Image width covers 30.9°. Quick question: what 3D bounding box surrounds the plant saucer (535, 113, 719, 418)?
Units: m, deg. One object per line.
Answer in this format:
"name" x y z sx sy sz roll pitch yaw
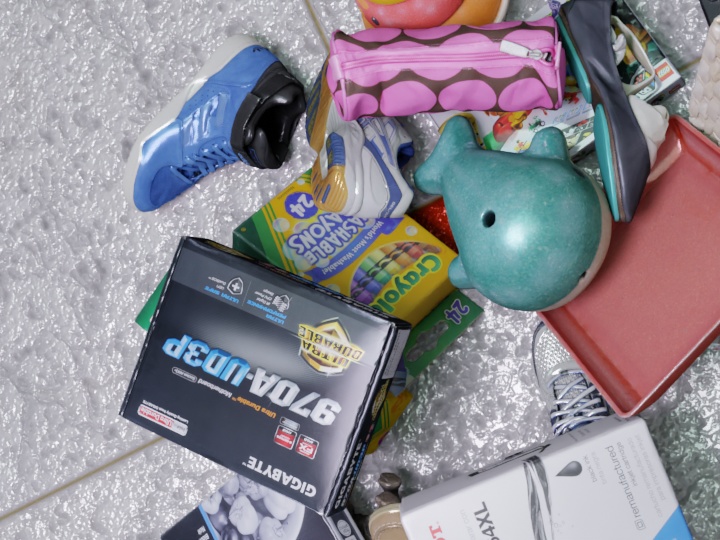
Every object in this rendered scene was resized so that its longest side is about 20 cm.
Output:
"plant saucer" 0.240 -0.003 1.038 0.200 0.037 0.200 -48 35 11

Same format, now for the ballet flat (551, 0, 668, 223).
"ballet flat" 0.214 -0.139 1.071 0.073 0.073 0.201 -19 70 17

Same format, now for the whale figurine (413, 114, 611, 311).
"whale figurine" 0.111 -0.055 1.077 0.200 0.104 0.159 46 112 34

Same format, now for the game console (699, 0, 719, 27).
"game console" 0.352 -0.304 1.050 0.199 0.116 0.177 -21 79 17

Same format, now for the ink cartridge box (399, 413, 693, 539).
"ink cartridge box" 0.146 0.213 1.003 0.199 0.084 0.146 -23 88 1

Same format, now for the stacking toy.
"stacking toy" 0.031 -0.266 1.111 0.146 0.200 0.147 -9 70 25

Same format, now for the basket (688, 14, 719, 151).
"basket" 0.366 -0.119 0.967 0.161 0.200 0.199 -31 74 -1

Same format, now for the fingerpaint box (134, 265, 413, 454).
"fingerpaint box" -0.071 0.077 1.142 0.200 0.167 0.073 39 101 19

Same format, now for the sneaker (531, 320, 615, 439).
"sneaker" 0.194 0.130 1.086 0.077 0.085 0.201 -24 77 16

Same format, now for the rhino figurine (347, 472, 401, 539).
"rhino figurine" 0.025 0.229 1.148 0.199 0.060 0.088 10 112 21

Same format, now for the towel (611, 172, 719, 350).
"towel" 0.300 -0.007 1.089 0.199 0.030 0.147 10 88 21

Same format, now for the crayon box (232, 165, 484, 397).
"crayon box" 0.000 0.000 1.152 0.200 0.052 0.126 39 61 18

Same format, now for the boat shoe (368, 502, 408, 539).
"boat shoe" 0.072 0.279 1.077 0.071 0.065 0.200 -28 107 28

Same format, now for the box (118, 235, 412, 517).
"box" -0.077 0.079 1.030 0.199 0.046 0.159 23 96 20

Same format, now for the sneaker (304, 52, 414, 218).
"sneaker" 0.002 -0.121 1.174 0.075 0.088 0.201 123 152 -47

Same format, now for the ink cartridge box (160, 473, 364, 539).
"ink cartridge box" -0.071 0.276 1.158 0.198 0.043 0.200 -42 73 33

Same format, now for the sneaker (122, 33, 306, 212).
"sneaker" -0.133 -0.116 1.228 0.111 0.077 0.200 42 93 27

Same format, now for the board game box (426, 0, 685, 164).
"board game box" 0.166 -0.156 1.147 0.200 0.035 0.126 -37 74 13

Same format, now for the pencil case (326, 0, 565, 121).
"pencil case" 0.070 -0.170 1.084 0.199 0.094 0.091 -5 100 5
